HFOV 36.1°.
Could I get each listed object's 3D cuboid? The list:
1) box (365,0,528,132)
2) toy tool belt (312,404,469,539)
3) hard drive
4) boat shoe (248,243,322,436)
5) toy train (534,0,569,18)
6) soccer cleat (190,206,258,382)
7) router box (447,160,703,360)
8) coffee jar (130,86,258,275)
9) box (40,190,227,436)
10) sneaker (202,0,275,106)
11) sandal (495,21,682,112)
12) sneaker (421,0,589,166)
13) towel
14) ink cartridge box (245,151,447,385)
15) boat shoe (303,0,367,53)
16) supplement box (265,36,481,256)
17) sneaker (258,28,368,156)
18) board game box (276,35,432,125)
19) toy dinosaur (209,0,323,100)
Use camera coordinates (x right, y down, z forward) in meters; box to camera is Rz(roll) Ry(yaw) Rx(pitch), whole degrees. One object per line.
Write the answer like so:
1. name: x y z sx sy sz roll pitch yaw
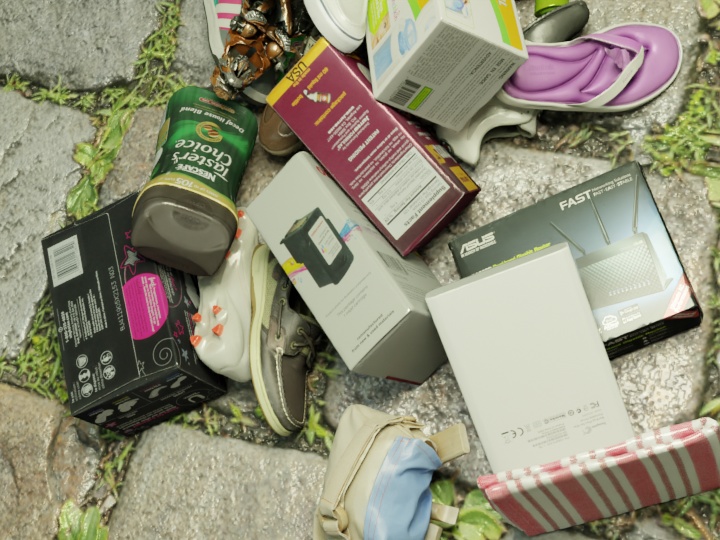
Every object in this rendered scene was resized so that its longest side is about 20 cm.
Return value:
1. box: 0.071 -0.254 1.044 0.112 0.100 0.203 -44 41 41
2. toy tool belt: 0.025 0.226 0.980 0.121 0.125 0.204 6 74 31
3. hard drive: 0.152 0.091 0.966 0.130 0.026 0.203 -20 102 12
4. boat shoe: -0.071 0.060 1.100 0.064 0.073 0.204 -16 67 20
5. toy train: 0.195 -0.312 1.130 0.196 0.085 0.118 -11 79 17
6. soccer cleat: -0.132 0.023 1.144 0.068 0.078 0.203 -19 46 24
7. router box: 0.195 0.010 1.022 0.197 0.062 0.152 -23 65 12
8. coffee jar: -0.166 -0.090 1.117 0.103 0.086 0.202 20 44 -15
9. box: -0.235 0.048 1.143 0.130 0.115 0.203 -24 64 12
10. sneaker: -0.105 -0.288 1.213 0.120 0.083 0.203 -39 55 32
11. sandal: 0.222 -0.191 1.051 0.199 0.050 0.084 -13 90 -12
12. sneaker: 0.163 -0.182 1.106 0.199 0.074 0.089 -40 81 2
13. towel: 0.206 0.170 0.917 0.197 0.146 0.030 -18 60 14
14. ink cartridge box: 0.000 0.000 1.049 0.083 0.145 0.201 -44 62 15
15. boat shoe: -0.018 -0.303 1.045 0.065 0.073 0.203 -29 60 37
16. supplement box: 0.015 -0.120 1.067 0.086 0.110 0.200 -43 84 15
17. sneaker: -0.050 -0.217 1.158 0.070 0.076 0.201 34 86 27
18. board game box: 0.003 -0.208 1.192 0.196 0.030 0.097 7 74 20
19. toy dinosaur: -0.090 -0.267 1.120 0.135 0.101 0.204 -20 59 56
